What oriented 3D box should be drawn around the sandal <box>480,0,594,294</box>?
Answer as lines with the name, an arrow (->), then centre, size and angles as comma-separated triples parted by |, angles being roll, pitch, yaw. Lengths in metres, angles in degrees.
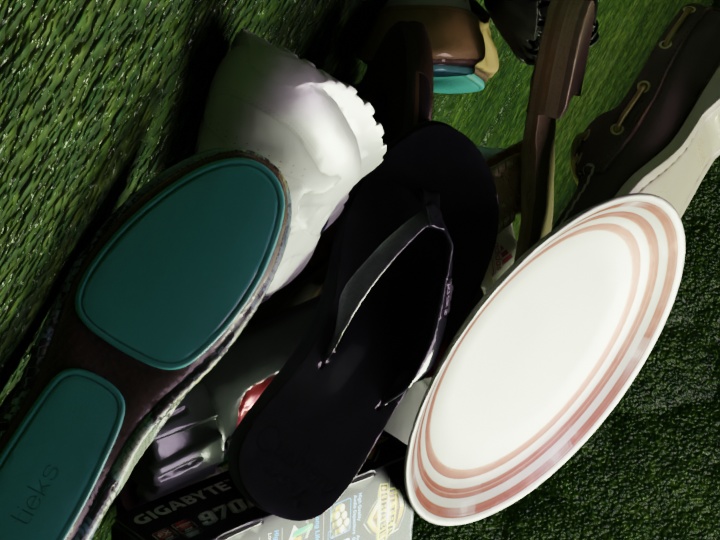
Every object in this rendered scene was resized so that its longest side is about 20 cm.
sandal -> 0.069, -0.047, 1.170 | 0.078, 0.070, 0.212 | -43, 145, -71

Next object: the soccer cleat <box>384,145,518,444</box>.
soccer cleat -> 0.047, 0.018, 1.226 | 0.070, 0.086, 0.200 | 30, 63, -41

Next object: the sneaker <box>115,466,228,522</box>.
sneaker -> -0.088, 0.131, 1.200 | 0.080, 0.088, 0.200 | -54, -178, 5

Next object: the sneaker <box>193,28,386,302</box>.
sneaker -> -0.044, -0.032, 0.945 | 0.081, 0.076, 0.200 | -52, 169, -19

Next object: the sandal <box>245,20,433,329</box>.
sandal -> -0.024, -0.042, 1.100 | 0.200, 0.055, 0.082 | -50, -141, 37

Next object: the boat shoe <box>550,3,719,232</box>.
boat shoe -> 0.150, -0.062, 1.182 | 0.200, 0.060, 0.072 | -52, 151, -16

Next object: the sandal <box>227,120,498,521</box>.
sandal -> 0.011, 0.026, 1.021 | 0.200, 0.076, 0.043 | -64, -160, -8

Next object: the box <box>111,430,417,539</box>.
box -> -0.048, 0.189, 1.093 | 0.159, 0.046, 0.200 | -20, 124, -37

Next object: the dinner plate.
dinner plate -> 0.089, 0.042, 1.108 | 0.200, 0.024, 0.200 | -35, 145, -29

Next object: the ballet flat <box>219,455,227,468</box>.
ballet flat -> -0.042, 0.117, 1.320 | 0.069, 0.069, 0.200 | -56, -173, -31

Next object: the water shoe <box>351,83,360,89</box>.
water shoe -> 0.000, 0.000, 1.192 | 0.079, 0.071, 0.200 | 4, 99, -82

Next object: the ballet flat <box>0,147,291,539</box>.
ballet flat -> -0.099, 0.037, 0.881 | 0.200, 0.074, 0.074 | -53, 171, -11

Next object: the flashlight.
flashlight -> -0.028, 0.050, 1.068 | 0.200, 0.068, 0.068 | -26, 154, -29

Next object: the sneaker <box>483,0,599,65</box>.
sneaker -> 0.106, -0.158, 1.215 | 0.076, 0.091, 0.200 | -16, -177, 1

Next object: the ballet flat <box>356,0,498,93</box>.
ballet flat -> 0.037, -0.132, 1.195 | 0.200, 0.069, 0.063 | -14, 105, -83
